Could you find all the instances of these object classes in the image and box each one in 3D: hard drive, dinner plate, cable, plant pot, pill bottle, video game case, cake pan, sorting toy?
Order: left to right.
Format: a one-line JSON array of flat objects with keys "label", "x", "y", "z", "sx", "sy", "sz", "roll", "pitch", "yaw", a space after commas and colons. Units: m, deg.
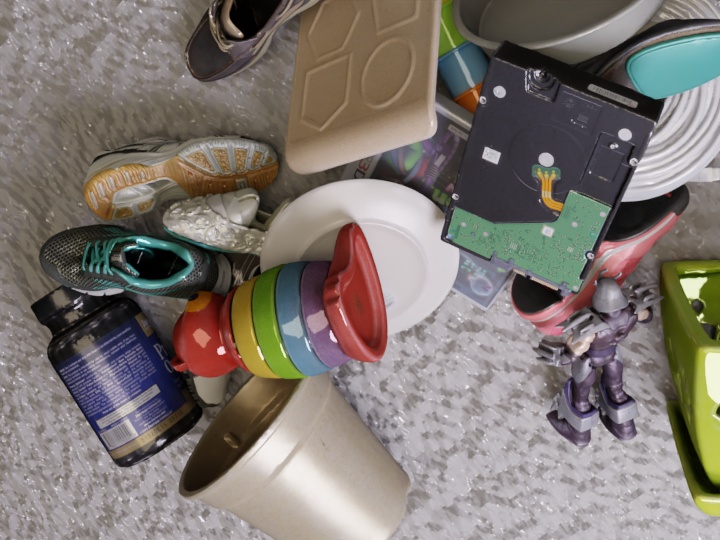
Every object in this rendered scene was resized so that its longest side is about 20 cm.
[{"label": "pill bottle", "x": -0.267, "y": 0.102, "z": 0.959, "sx": 0.111, "sy": 0.112, "sz": 0.202, "roll": -28, "pitch": 97, "yaw": 16}, {"label": "plant pot", "x": -0.054, "y": 0.208, "z": 0.915, "sx": 0.200, "sy": 0.201, "sz": 0.183, "roll": -42, "pitch": 104, "yaw": 17}, {"label": "dinner plate", "x": 0.000, "y": 0.000, "z": 0.866, "sx": 0.197, "sy": 0.024, "sz": 0.202, "roll": -2, "pitch": 130, "yaw": -2}, {"label": "sorting toy", "x": 0.006, "y": -0.199, "z": 0.801, "sx": 0.184, "sy": 0.036, "sz": 0.203, "roll": -10, "pitch": 74, "yaw": 45}, {"label": "video game case", "x": 0.080, "y": -0.071, "z": 0.855, "sx": 0.199, "sy": 0.023, "sz": 0.183, "roll": 31, "pitch": 134, "yaw": 2}, {"label": "hard drive", "x": 0.153, "y": -0.079, "z": 0.747, "sx": 0.138, "sy": 0.038, "sz": 0.201, "roll": 24, "pitch": 136, "yaw": 13}, {"label": "cake pan", "x": 0.176, "y": -0.245, "z": 0.760, "sx": 0.198, "sy": 0.202, "sz": 0.037, "roll": -21, "pitch": 133, "yaw": 15}, {"label": "cable", "x": 0.241, "y": -0.164, "z": 0.804, "sx": 0.197, "sy": 0.069, "sz": 0.203, "roll": -13, "pitch": 92, "yaw": 17}, {"label": "plant pot", "x": 0.378, "y": 0.109, "z": 0.796, "sx": 0.197, "sy": 0.199, "sz": 0.184, "roll": 0, "pitch": 110, "yaw": 10}]

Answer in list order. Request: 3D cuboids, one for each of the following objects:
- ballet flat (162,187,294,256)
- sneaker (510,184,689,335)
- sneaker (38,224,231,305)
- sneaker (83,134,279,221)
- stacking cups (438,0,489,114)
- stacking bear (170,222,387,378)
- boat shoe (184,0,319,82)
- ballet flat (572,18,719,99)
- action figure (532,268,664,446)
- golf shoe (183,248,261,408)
[{"label": "ballet flat", "x": -0.095, "y": -0.048, "z": 0.885, "sx": 0.198, "sy": 0.072, "sz": 0.073, "roll": 16, "pitch": 108, "yaw": -20}, {"label": "sneaker", "x": 0.237, "y": -0.014, "z": 0.865, "sx": 0.200, "sy": 0.074, "sz": 0.087, "roll": -40, "pitch": 137, "yaw": 4}, {"label": "sneaker", "x": -0.229, "y": -0.013, "z": 0.867, "sx": 0.197, "sy": 0.091, "sz": 0.079, "roll": 5, "pitch": 80, "yaw": 9}, {"label": "sneaker", "x": -0.185, "y": -0.113, "z": 0.912, "sx": 0.197, "sy": 0.088, "sz": 0.076, "roll": -8, "pitch": 125, "yaw": -10}, {"label": "stacking cups", "x": 0.099, "y": -0.191, "z": 0.834, "sx": 0.060, "sy": 0.060, "sz": 0.202, "roll": -28, "pitch": 93, "yaw": 16}, {"label": "stacking bear", "x": -0.084, "y": 0.048, "z": 0.821, "sx": 0.197, "sy": 0.122, "sz": 0.115, "roll": -12, "pitch": 123, "yaw": 18}, {"label": "boat shoe", "x": -0.114, "y": -0.246, "z": 0.841, "sx": 0.199, "sy": 0.073, "sz": 0.075, "roll": -33, "pitch": 90, "yaw": 38}, {"label": "ballet flat", "x": 0.219, "y": -0.170, "z": 0.742, "sx": 0.198, "sy": 0.073, "sz": 0.074, "roll": -25, "pitch": 98, "yaw": 24}, {"label": "action figure", "x": 0.225, "y": 0.081, "z": 0.844, "sx": 0.128, "sy": 0.070, "sz": 0.202, "roll": -15, "pitch": 127, "yaw": -13}, {"label": "golf shoe", "x": -0.133, "y": 0.058, "z": 0.940, "sx": 0.093, "sy": 0.078, "sz": 0.203, "roll": 10, "pitch": 106, "yaw": 8}]
